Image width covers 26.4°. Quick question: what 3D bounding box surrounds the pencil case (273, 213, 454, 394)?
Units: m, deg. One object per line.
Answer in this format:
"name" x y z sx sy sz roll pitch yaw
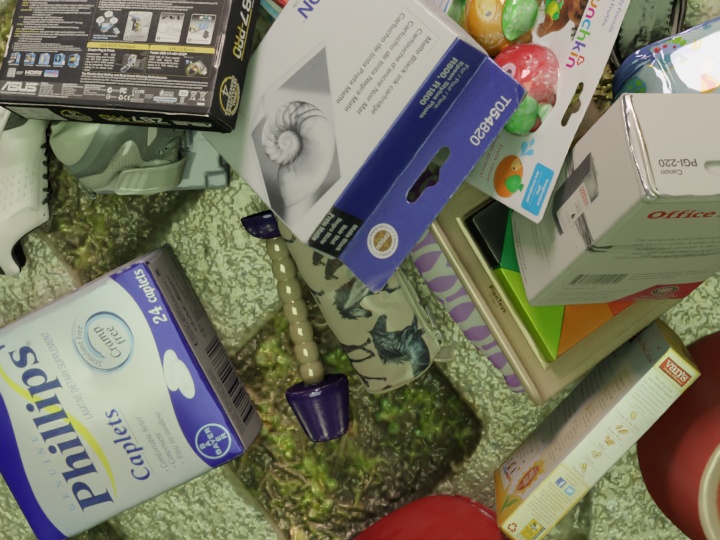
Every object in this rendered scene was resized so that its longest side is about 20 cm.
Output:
"pencil case" 0.000 0.000 1.263 0.089 0.078 0.201 -21 110 19

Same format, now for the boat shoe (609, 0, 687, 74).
"boat shoe" 0.233 -0.250 1.231 0.073 0.063 0.203 4 99 6

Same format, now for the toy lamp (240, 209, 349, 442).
"toy lamp" -0.051 0.046 1.306 0.058 0.058 0.201 -12 97 6

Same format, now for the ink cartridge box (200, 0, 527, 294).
"ink cartridge box" -0.004 -0.119 1.158 0.200 0.041 0.200 44 108 26

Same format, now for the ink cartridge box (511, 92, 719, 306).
"ink cartridge box" 0.217 -0.049 1.129 0.145 0.200 0.085 -3 70 -21

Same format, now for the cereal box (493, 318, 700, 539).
"cereal box" 0.189 0.128 1.257 0.039 0.144 0.200 42 101 -4

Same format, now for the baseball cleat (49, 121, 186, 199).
"baseball cleat" -0.153 -0.131 1.250 0.199 0.070 0.107 -31 110 13

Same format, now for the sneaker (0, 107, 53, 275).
"sneaker" -0.287 -0.087 1.298 0.080 0.074 0.201 24 108 -7

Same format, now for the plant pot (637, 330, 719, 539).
"plant pot" 0.328 0.157 1.235 0.199 0.177 0.202 1 99 5

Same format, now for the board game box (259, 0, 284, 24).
"board game box" -0.030 -0.254 1.247 0.200 0.034 0.134 45 86 -4

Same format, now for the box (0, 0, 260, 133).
"box" -0.178 -0.194 1.194 0.199 0.049 0.162 5 80 24

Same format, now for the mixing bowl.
"mixing bowl" 0.083 0.260 1.281 0.200 0.200 0.109 42 71 -3

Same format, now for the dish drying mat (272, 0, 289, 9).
"dish drying mat" 0.008 -0.281 1.224 0.077 0.018 0.200 37 88 -3

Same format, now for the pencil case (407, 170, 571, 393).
"pencil case" 0.101 0.005 1.272 0.084 0.086 0.201 -34 95 2

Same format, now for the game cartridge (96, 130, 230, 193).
"game cartridge" -0.181 -0.166 1.288 0.132 0.041 0.201 -3 99 1

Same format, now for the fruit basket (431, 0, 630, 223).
"fruit basket" 0.104 -0.155 1.162 0.093 0.200 0.186 14 105 -32

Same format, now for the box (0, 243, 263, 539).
"box" -0.215 0.106 1.302 0.199 0.105 0.185 -27 96 9

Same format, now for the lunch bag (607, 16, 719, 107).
"lunch bag" 0.298 -0.138 1.198 0.199 0.161 0.083 -25 66 10

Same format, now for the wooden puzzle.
"wooden puzzle" 0.167 -0.019 1.235 0.200 0.037 0.186 -34 96 -25
